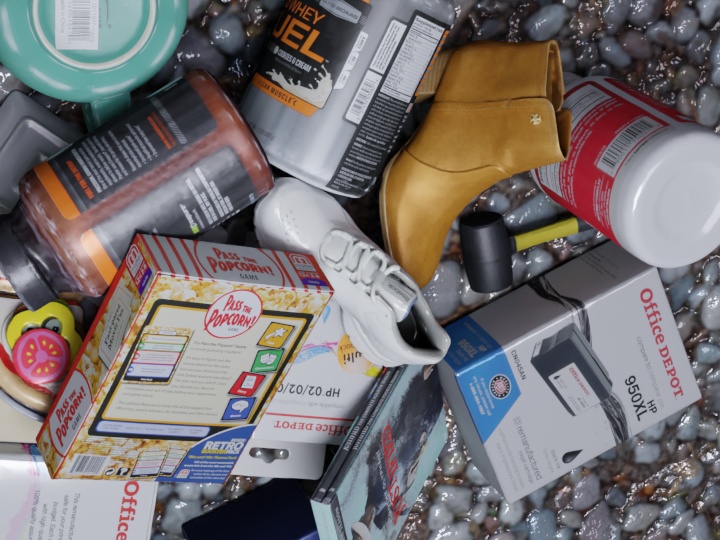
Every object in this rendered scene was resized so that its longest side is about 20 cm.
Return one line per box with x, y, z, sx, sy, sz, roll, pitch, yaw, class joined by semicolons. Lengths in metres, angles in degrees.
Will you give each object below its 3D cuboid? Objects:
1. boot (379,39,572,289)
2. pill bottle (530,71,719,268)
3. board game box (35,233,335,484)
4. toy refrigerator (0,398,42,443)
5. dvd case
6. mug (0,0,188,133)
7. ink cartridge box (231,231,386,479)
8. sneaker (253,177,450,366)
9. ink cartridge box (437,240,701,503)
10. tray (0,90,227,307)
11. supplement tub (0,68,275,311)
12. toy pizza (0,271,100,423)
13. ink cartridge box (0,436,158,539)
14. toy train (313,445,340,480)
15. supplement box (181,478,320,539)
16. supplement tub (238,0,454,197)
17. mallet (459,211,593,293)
0.094;-0.081;1.320;0.071;0.144;0.202;3;89;-59;boot
0.204;-0.089;1.336;0.112;0.200;0.112;-11;118;-22;pill bottle
-0.129;0.070;1.228;0.151;0.046;0.200;8;125;-37;board game box
-0.253;0.088;1.322;0.200;0.070;0.076;5;110;-18;toy refrigerator
0.020;0.160;1.373;0.200;0.022;0.146;-57;149;-38;dvd case
-0.191;-0.188;1.219;0.152;0.114;0.185;-46;116;0;mug
-0.045;0.076;1.356;0.115;0.068;0.200;8;94;-33;ink cartridge box
0.000;0.000;1.281;0.200;0.087;0.075;44;72;-28;sneaker
0.176;0.085;1.457;0.200;0.084;0.145;-28;115;-9;ink cartridge box
-0.204;-0.042;1.268;0.200;0.022;0.107;34;69;-11;tray
-0.169;-0.053;1.202;0.200;0.107;0.107;-32;116;-8;supplement tub
-0.207;0.022;1.283;0.200;0.032;0.201;5;76;-19;toy pizza
-0.273;0.197;1.341;0.200;0.084;0.145;5;108;-20;ink cartridge box
-0.054;0.108;1.415;0.046;0.034;0.200;-37;116;-8;toy train
-0.058;0.295;1.437;0.109;0.110;0.200;-26;114;-9;supplement box
-0.007;-0.167;1.286;0.122;0.123;0.200;22;99;-24;supplement tub
0.178;-0.028;1.448;0.200;0.041;0.066;-10;110;-20;mallet
